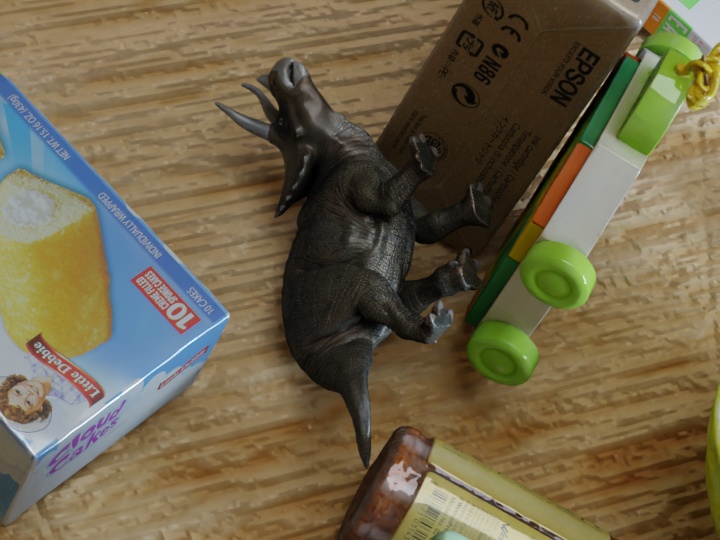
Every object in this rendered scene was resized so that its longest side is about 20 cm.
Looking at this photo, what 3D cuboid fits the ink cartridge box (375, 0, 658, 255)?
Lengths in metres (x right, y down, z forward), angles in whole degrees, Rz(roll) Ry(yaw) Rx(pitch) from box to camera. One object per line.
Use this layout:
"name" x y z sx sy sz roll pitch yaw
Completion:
"ink cartridge box" 0.092 -0.126 1.070 0.075 0.200 0.165 33 54 1

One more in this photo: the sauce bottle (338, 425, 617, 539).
"sauce bottle" 0.089 0.140 0.987 0.200 0.066 0.066 31 54 -2

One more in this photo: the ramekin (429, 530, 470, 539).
"ramekin" 0.051 0.206 0.851 0.098 0.200 0.200 -36 74 6

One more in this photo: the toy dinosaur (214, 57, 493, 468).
"toy dinosaur" 0.000 0.000 1.035 0.077 0.102 0.201 21 59 -51

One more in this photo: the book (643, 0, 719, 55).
"book" 0.152 -0.213 1.244 0.200 0.048 0.134 45 57 10

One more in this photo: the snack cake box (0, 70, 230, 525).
"snack cake box" -0.168 -0.007 0.974 0.200 0.067 0.115 46 54 10

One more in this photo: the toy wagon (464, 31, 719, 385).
"toy wagon" 0.107 -0.043 1.023 0.040 0.200 0.155 30 54 1

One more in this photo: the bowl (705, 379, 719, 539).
"bowl" 0.240 0.118 1.024 0.199 0.108 0.200 7 47 -7
